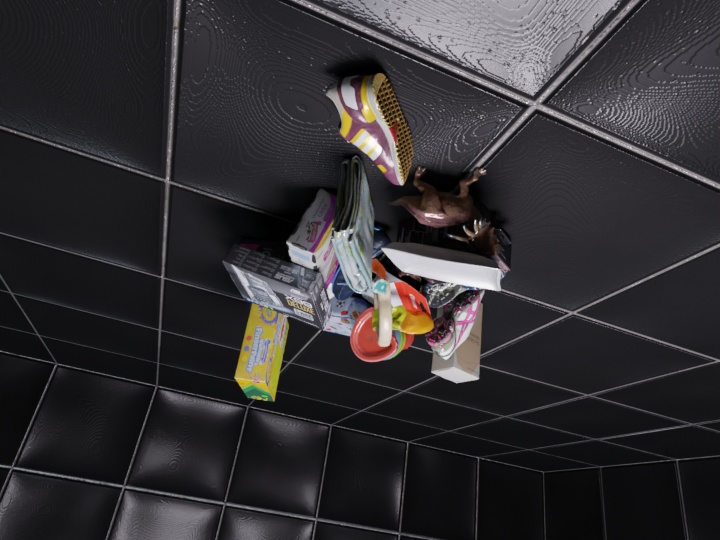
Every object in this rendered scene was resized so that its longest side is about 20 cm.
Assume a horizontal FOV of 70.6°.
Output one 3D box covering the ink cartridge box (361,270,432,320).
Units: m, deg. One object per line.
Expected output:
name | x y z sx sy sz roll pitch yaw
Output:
ink cartridge box | 0.071 0.062 1.176 0.200 0.047 0.160 34 164 29

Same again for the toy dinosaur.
toy dinosaur | 0.142 -0.098 0.860 0.198 0.136 0.086 6 152 7

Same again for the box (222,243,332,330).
box | -0.161 0.035 1.024 0.199 0.050 0.158 19 152 16

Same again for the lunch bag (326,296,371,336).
lunch bag | -0.048 0.122 1.354 0.199 0.076 0.160 10 155 31

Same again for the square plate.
square plate | 0.153 -0.009 0.912 0.199 0.029 0.198 12 172 18

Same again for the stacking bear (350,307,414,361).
stacking bear | 0.069 0.165 1.269 0.114 0.122 0.200 -39 159 22

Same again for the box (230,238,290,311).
box | -0.218 0.021 1.221 0.121 0.107 0.200 4 151 6

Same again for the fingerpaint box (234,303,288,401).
fingerpaint box | -0.229 0.186 1.203 0.073 0.201 0.167 7 152 2

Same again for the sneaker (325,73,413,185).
sneaker | 0.018 -0.209 0.771 0.089 0.075 0.200 5 147 25

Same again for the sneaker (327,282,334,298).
sneaker | -0.104 0.046 1.191 0.199 0.075 0.100 -19 144 -34

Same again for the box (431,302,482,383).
box | 0.239 0.164 1.249 0.095 0.201 0.078 26 148 -29

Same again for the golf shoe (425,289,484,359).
golf shoe | 0.225 0.111 1.172 0.072 0.200 0.092 19 153 48

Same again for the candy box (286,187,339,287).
candy box | -0.079 -0.047 1.013 0.061 0.137 0.200 22 155 12

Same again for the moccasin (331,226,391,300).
moccasin | 0.000 0.000 1.070 0.080 0.068 0.201 -20 149 -45

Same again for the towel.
towel | -0.006 -0.077 0.906 0.048 0.172 0.200 1 151 10

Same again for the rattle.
rattle | 0.087 0.062 1.046 0.142 0.131 0.201 8 126 8

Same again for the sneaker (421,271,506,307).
sneaker | 0.228 0.010 1.115 0.199 0.077 0.085 -24 -177 20

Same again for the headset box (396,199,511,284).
headset box | 0.192 -0.050 0.999 0.199 0.078 0.149 -11 146 36

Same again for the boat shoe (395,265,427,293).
boat shoe | 0.118 0.027 1.174 0.070 0.071 0.200 -5 151 16
